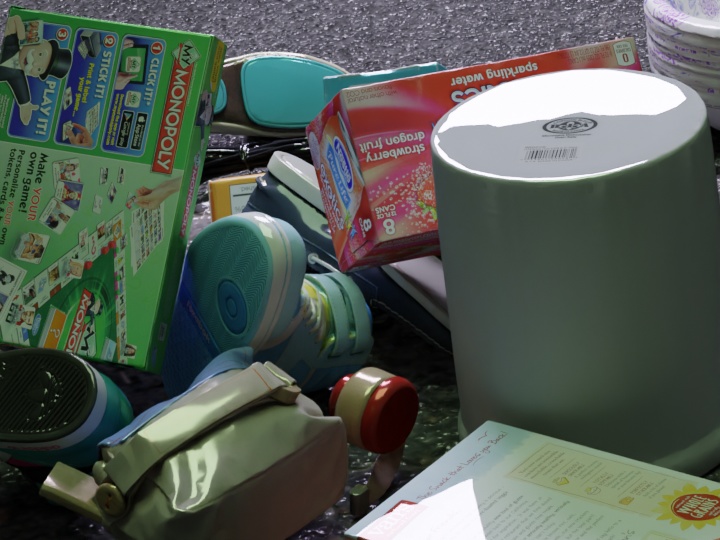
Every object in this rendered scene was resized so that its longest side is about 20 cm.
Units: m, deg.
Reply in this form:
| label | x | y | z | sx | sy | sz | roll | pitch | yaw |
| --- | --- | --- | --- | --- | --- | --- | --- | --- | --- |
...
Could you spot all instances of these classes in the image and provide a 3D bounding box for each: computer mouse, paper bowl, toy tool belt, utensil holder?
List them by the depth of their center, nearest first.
| label | x | y | z | sx | sy | sz | roll | pitch | yaw |
| --- | --- | --- | --- | --- | --- | --- | --- | --- | --- |
| toy tool belt | -0.074 | 0.096 | 1.356 | 0.123 | 0.125 | 0.200 | 22 | 38 | 33 |
| utensil holder | 0.129 | 0.005 | 1.383 | 0.169 | 0.200 | 0.170 | -7 | 25 | 3 |
| computer mouse | -0.053 | -0.072 | 1.737 | 0.140 | 0.046 | 0.200 | -5 | 3 | 20 |
| paper bowl | 0.313 | -0.168 | 1.780 | 0.200 | 0.105 | 0.201 | -8 | 25 | 4 |

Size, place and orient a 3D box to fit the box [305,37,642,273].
| label | x | y | z | sx | sy | sz | roll | pitch | yaw |
| --- | --- | --- | --- | --- | --- | --- | --- | --- | --- |
| box | 0.079 | -0.071 | 1.497 | 0.199 | 0.100 | 0.095 | -11 | -8 | -18 |

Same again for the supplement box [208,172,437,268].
| label | x | y | z | sx | sy | sz | roll | pitch | yaw |
| --- | --- | --- | --- | --- | --- | --- | --- | --- | --- |
| supplement box | 0.000 | -0.039 | 1.645 | 0.199 | 0.069 | 0.067 | -4 | -8 | 8 |

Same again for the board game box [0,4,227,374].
| label | x | y | z | sx | sy | sz | roll | pitch | yaw |
| --- | --- | --- | --- | --- | --- | --- | --- | --- | --- |
| board game box | -0.163 | -0.049 | 1.425 | 0.134 | 0.201 | 0.029 | 10 | -6 | 16 |

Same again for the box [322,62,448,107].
| label | x | y | z | sx | sy | sz | roll | pitch | yaw |
| --- | --- | --- | --- | --- | --- | --- | --- | --- | --- |
| box | 0.044 | -0.098 | 1.668 | 0.082 | 0.049 | 0.200 | -6 | -8 | 17 |

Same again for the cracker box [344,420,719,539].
| label | x | y | z | sx | sy | sz | roll | pitch | yaw |
| --- | --- | --- | --- | --- | --- | --- | --- | --- | --- |
| cracker box | 0.110 | 0.151 | 1.254 | 0.200 | 0.058 | 0.134 | 14 | 33 | 37 |

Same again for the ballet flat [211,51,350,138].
| label | x | y | z | sx | sy | sz | roll | pitch | yaw |
| --- | --- | --- | --- | --- | --- | --- | --- | --- | --- |
| ballet flat | -0.100 | -0.134 | 1.884 | 0.199 | 0.070 | 0.070 | 1 | 24 | -10 |

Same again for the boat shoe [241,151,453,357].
| label | x | y | z | sx | sy | sz | roll | pitch | yaw |
| --- | --- | --- | --- | --- | --- | --- | --- | --- | --- |
| boat shoe | 0.000 | 0.000 | 1.562 | 0.200 | 0.062 | 0.075 | 39 | 16 | 22 |

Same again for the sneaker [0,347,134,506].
| label | x | y | z | sx | sy | sz | roll | pitch | yaw |
| --- | --- | --- | --- | --- | --- | --- | --- | --- | --- |
| sneaker | -0.214 | 0.084 | 1.425 | 0.200 | 0.121 | 0.084 | 7 | 70 | 27 |

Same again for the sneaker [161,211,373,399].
| label | x | y | z | sx | sy | sz | roll | pitch | yaw |
| --- | --- | --- | --- | --- | --- | --- | --- | --- | --- |
| sneaker | -0.040 | 0.017 | 1.452 | 0.130 | 0.200 | 0.080 | -15 | 67 | -27 |

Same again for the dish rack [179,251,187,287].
| label | x | y | z | sx | sy | sz | roll | pitch | yaw |
| --- | --- | --- | --- | --- | --- | --- | --- | --- | --- |
| dish rack | -0.189 | 0.008 | 1.537 | 0.171 | 0.200 | 0.044 | 0 | 69 | 15 |
